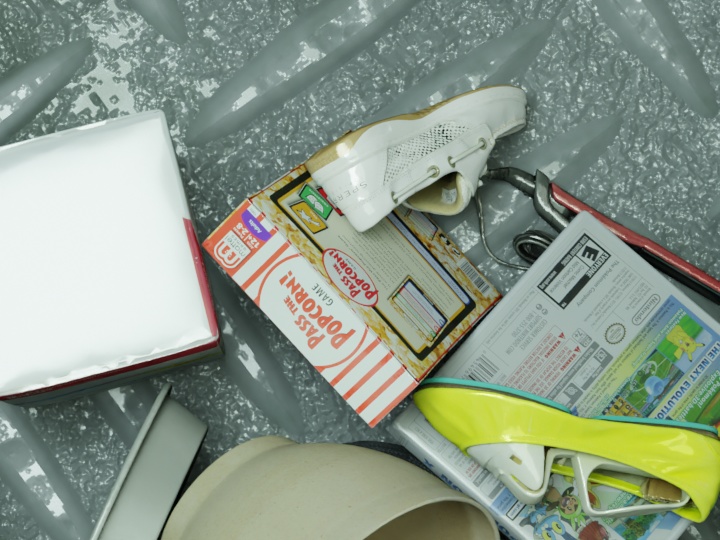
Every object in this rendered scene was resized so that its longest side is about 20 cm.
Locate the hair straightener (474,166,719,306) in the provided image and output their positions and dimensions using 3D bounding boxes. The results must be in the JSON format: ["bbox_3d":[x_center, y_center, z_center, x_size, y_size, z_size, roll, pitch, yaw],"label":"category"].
[{"bbox_3d":[0.153,-0.001,1.701,0.200,0.041,0.077,33,83,0],"label":"hair straightener"}]

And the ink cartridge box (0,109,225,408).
[{"bbox_3d":[-0.169,-0.002,1.601,0.144,0.200,0.146,-15,85,-3],"label":"ink cartridge box"}]

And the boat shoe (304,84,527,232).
[{"bbox_3d":[0.045,-0.066,1.646,0.200,0.071,0.070,-23,85,-47],"label":"boat shoe"}]

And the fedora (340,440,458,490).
[{"bbox_3d":[0.005,0.213,1.644,0.199,0.092,0.202,1,77,-2],"label":"fedora"}]

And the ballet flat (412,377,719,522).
[{"bbox_3d":[0.127,0.114,1.578,0.199,0.067,0.067,11,70,-7],"label":"ballet flat"}]

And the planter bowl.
[{"bbox_3d":[-0.034,0.180,1.518,0.200,0.200,0.135,-48,56,-7],"label":"planter bowl"}]

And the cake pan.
[{"bbox_3d":[-0.144,0.167,1.585,0.037,0.200,0.201,24,83,-1],"label":"cake pan"}]

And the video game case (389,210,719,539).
[{"bbox_3d":[0.148,0.089,1.637,0.182,0.022,0.200,41,69,7],"label":"video game case"}]

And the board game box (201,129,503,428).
[{"bbox_3d":[0.000,0.000,1.614,0.152,0.200,0.046,47,113,2],"label":"board game box"}]
